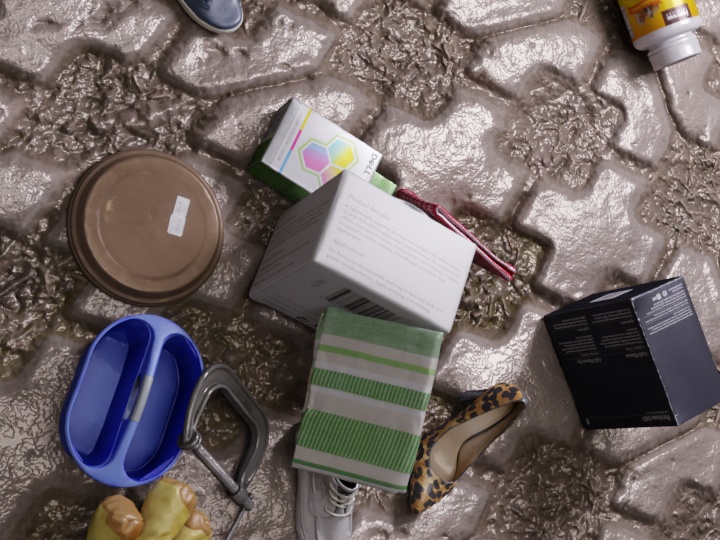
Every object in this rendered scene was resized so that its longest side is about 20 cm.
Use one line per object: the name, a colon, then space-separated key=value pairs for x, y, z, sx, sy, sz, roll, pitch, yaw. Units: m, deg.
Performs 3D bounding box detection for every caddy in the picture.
caddy: x=-0.264 y=0.151 z=1.266 sx=0.141 sy=0.105 sz=0.200 roll=22 pitch=73 yaw=-21

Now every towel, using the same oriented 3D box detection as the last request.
towel: x=0.006 y=0.155 z=1.304 sx=0.152 sy=0.023 sz=0.200 roll=12 pitch=93 yaw=13
towel: x=0.123 y=-0.052 z=1.450 sx=0.145 sy=0.200 sz=0.022 roll=40 pitch=90 yaw=-15

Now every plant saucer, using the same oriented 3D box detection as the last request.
plant saucer: x=-0.260 y=-0.055 z=1.348 sx=0.200 sy=0.029 sz=0.200 roll=5 pitch=78 yaw=-26

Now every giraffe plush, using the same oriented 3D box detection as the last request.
giraffe plush: x=-0.227 y=0.349 z=1.191 sx=0.200 sy=0.162 sz=0.173 roll=-32 pitch=127 yaw=-22

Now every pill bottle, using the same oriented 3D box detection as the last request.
pill bottle: x=0.466 y=-0.422 z=1.721 sx=0.109 sy=0.109 sz=0.200 roll=-21 pitch=91 yaw=-28

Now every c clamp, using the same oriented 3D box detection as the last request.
c clamp: x=-0.162 y=0.216 z=1.303 sx=0.171 sy=0.027 sz=0.200 roll=-60 pitch=141 yaw=-35

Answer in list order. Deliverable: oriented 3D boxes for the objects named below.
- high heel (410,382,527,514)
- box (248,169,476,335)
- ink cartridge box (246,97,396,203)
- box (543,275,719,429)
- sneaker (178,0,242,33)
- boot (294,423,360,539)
high heel: x=0.139 y=0.233 z=1.432 sx=0.071 sy=0.143 sz=0.200 roll=39 pitch=67 yaw=-16
box: x=0.000 y=0.000 z=1.364 sx=0.199 sy=0.200 sz=0.131 roll=29 pitch=64 yaw=-19
ink cartridge box: x=-0.039 y=-0.129 z=1.450 sx=0.200 sy=0.059 sz=0.104 roll=32 pitch=69 yaw=-18
box: x=0.383 y=0.120 z=1.540 sx=0.104 sy=0.200 sz=0.182 roll=-20 pitch=91 yaw=-28
sneaker: x=-0.209 y=-0.401 z=1.397 sx=0.075 sy=0.084 sz=0.200 roll=-36 pitch=98 yaw=-27
boot: x=-0.035 y=0.279 z=1.364 sx=0.073 sy=0.096 sz=0.200 roll=-6 pitch=85 yaw=-27
